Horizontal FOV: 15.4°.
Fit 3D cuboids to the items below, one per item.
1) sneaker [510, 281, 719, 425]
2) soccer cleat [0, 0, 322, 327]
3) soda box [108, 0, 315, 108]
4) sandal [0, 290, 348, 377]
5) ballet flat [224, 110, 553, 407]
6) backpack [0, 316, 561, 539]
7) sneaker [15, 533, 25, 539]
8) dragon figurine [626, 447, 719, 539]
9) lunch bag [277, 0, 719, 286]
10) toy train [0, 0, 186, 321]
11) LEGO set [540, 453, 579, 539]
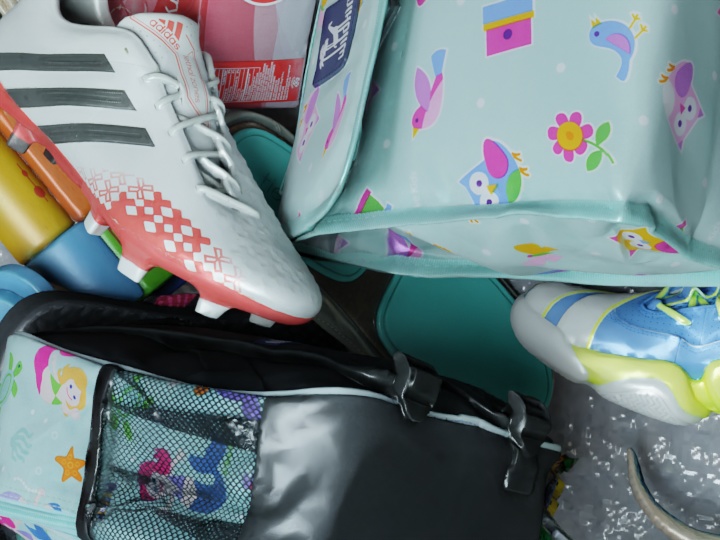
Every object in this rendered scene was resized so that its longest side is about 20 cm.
[{"bbox_3d":[0.167,0.019,1.098,0.200,0.076,0.105,20,99,3],"label":"sneaker"},{"bbox_3d":[-0.078,-0.053,1.044,0.200,0.069,0.085,42,106,34],"label":"soccer cleat"},{"bbox_3d":[-0.052,-0.170,1.095,0.070,0.063,0.200,30,116,44],"label":"soda box"},{"bbox_3d":[-0.080,0.040,1.131,0.045,0.200,0.075,30,102,47],"label":"sandal"},{"bbox_3d":[0.000,0.000,1.141,0.200,0.064,0.067,39,75,-20],"label":"ballet flat"},{"bbox_3d":[-0.047,0.090,1.007,0.200,0.177,0.151,16,89,39],"label":"backpack"},{"bbox_3d":[-0.060,0.144,1.206,0.200,0.080,0.071,23,72,-6],"label":"sneaker"},{"bbox_3d":[0.210,0.123,1.113,0.200,0.099,0.059,20,114,32],"label":"dragon figurine"},{"bbox_3d":[0.054,-0.083,1.033,0.200,0.122,0.171,1,77,38],"label":"lunch bag"},{"bbox_3d":[-0.161,-0.053,1.138,0.200,0.116,0.085,51,134,-2],"label":"toy train"},{"bbox_3d":[0.054,0.175,1.106,0.116,0.154,0.200,40,85,-21],"label":"LEGO set"}]
